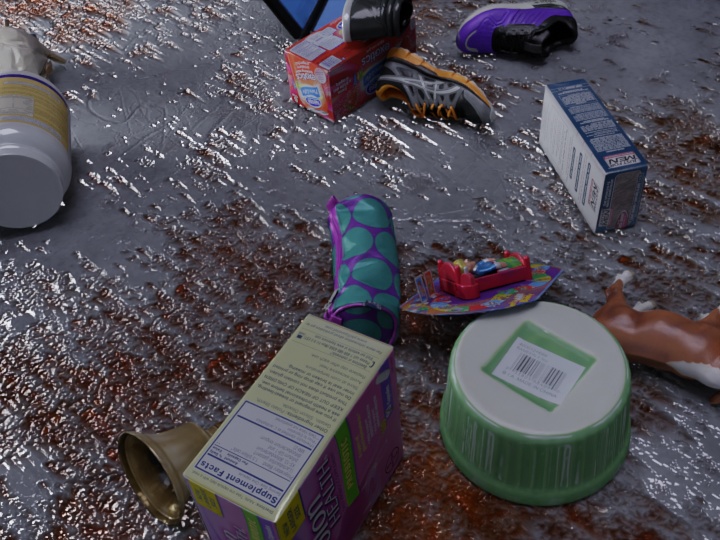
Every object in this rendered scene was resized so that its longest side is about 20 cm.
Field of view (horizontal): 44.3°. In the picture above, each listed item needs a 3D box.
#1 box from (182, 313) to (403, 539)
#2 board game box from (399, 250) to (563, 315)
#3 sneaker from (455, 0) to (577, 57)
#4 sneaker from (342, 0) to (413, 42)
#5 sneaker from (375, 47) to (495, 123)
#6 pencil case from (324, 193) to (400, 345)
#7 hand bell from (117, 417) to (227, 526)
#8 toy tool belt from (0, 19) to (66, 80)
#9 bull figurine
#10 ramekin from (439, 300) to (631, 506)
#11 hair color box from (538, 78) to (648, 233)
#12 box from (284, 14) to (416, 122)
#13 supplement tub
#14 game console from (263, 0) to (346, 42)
[{"bbox_3d":[-0.049,0.179,0.819,0.096,0.177,0.200,20,50,24],"label":"box"},{"bbox_3d":[0.137,0.002,0.996,0.157,0.039,0.200,-4,14,28],"label":"board game box"},{"bbox_3d":[0.255,-0.376,1.409,0.198,0.070,0.100,-13,48,-6],"label":"sneaker"},{"bbox_3d":[0.035,-0.414,1.341,0.098,0.071,0.201,4,51,7],"label":"sneaker"},{"bbox_3d":[0.110,-0.258,1.316,0.199,0.078,0.078,30,83,25],"label":"sneaker"},{"bbox_3d":[0.000,0.000,1.054,0.092,0.085,0.201,21,40,-21],"label":"pencil case"},{"bbox_3d":[-0.141,0.165,0.925,0.104,0.105,0.199,31,44,31],"label":"hand bell"},{"bbox_3d":[-0.606,-0.353,1.471,0.198,0.126,0.123,5,15,7],"label":"toy tool belt"},{"bbox_3d":[0.346,0.073,0.960,0.199,0.065,0.122,18,46,20],"label":"bull figurine"},{"bbox_3d":[0.179,0.125,0.901,0.198,0.098,0.201,-3,45,3],"label":"ramekin"},{"bbox_3d":[0.301,-0.154,1.162,0.060,0.101,0.201,-11,46,-6],"label":"hair color box"},{"bbox_3d":[-0.011,-0.329,1.373,0.099,0.096,0.200,31,55,31],"label":"box"},{"bbox_3d":[-0.479,-0.170,1.236,0.144,0.146,0.201,-13,45,-7],"label":"supplement tub"},{"bbox_3d":[-0.059,-0.471,1.506,0.174,0.117,0.201,6,47,13],"label":"game console"}]
